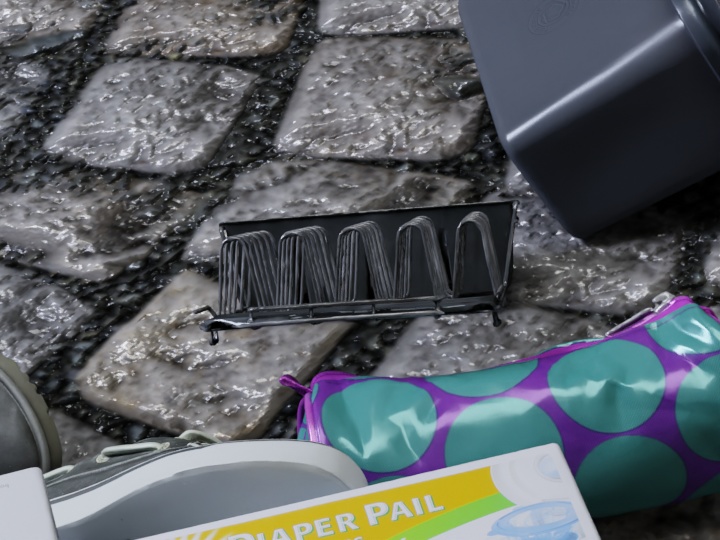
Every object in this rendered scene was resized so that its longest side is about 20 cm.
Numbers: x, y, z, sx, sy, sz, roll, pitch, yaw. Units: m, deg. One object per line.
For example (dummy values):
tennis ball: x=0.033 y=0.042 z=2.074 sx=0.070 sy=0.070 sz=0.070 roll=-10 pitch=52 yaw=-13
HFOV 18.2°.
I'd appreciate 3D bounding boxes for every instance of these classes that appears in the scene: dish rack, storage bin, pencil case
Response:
dish rack: x=0.000 y=0.000 z=1.069 sx=0.153 sy=0.055 sz=0.200 roll=-5 pitch=3 yaw=5
storage bin: x=0.141 y=-0.110 z=1.208 sx=0.134 sy=0.146 sz=0.200 roll=-31 pitch=35 yaw=15
pencil case: x=0.071 y=0.071 z=0.999 sx=0.200 sy=0.093 sz=0.085 roll=-12 pitch=-2 yaw=-4

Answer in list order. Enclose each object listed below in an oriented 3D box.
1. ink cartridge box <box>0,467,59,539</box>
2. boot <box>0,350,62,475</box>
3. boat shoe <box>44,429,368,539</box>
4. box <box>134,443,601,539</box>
ink cartridge box: x=-0.130 y=0.187 z=0.865 sx=0.067 sy=0.116 sz=0.200 roll=-13 pitch=38 yaw=-9
boot: x=-0.255 y=0.071 z=1.002 sx=0.182 sy=0.073 sz=0.200 roll=37 pitch=31 yaw=15
boat shoe: x=-0.083 y=0.098 z=0.970 sx=0.200 sy=0.071 sz=0.064 roll=-15 pitch=33 yaw=27
box: x=0.001 y=0.159 z=0.888 sx=0.200 sy=0.101 sz=0.113 roll=-13 pitch=37 yaw=-7
